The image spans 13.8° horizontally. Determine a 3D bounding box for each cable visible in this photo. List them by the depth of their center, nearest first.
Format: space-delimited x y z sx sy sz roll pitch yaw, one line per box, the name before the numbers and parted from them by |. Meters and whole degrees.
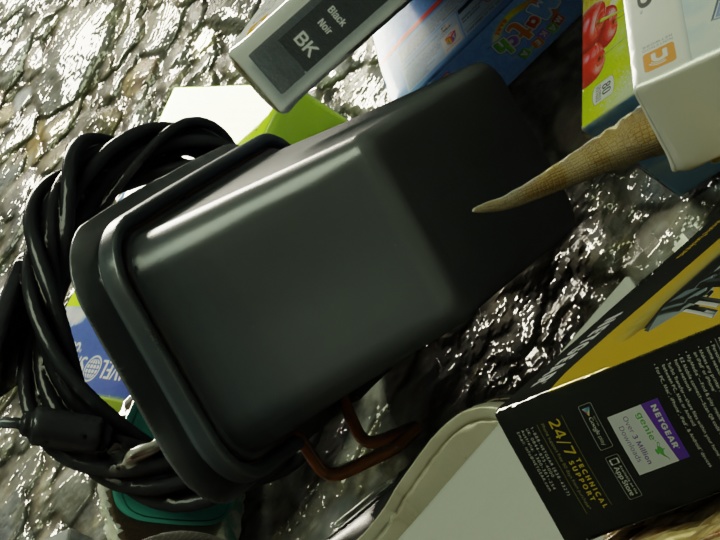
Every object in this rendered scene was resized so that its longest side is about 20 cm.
cable | -0.081 0.012 1.363 0.051 0.163 0.200 95 -170 -56

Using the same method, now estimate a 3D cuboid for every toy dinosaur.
toy dinosaur | 0.145 -0.063 1.137 0.200 0.101 0.058 -31 34 29

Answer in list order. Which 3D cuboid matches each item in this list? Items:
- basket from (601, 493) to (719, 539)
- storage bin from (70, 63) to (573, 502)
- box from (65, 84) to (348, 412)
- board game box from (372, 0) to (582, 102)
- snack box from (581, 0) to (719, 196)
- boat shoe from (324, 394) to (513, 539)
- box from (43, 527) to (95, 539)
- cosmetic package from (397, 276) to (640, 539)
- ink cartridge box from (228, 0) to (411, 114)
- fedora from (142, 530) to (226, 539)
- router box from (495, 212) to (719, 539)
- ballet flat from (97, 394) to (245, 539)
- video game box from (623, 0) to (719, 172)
basket | 0.178 0.107 0.925 0.200 0.143 0.149 -28 7 25
storage bin | 0.000 0.000 1.226 0.134 0.146 0.200 -27 4 27
box | -0.091 0.004 1.479 0.122 0.048 0.200 3 64 57
board game box | 0.061 -0.171 1.428 0.151 0.037 0.200 -44 34 22
snack box | 0.170 -0.155 1.224 0.169 0.068 0.200 -32 40 37
boat shoe | 0.019 0.123 1.220 0.200 0.073 0.063 -48 -12 27
box | -0.201 0.224 1.444 0.200 0.041 0.156 -26 42 43
cosmetic package | 0.079 0.115 1.097 0.200 0.090 0.107 -51 31 16
ink cartridge box | 0.044 -0.174 1.305 0.200 0.043 0.198 -41 9 26
fedora | -0.059 0.207 1.136 0.090 0.200 0.177 27 51 36
router box | 0.156 0.003 0.953 0.157 0.052 0.200 -25 8 38
ballet flat | -0.090 0.135 1.344 0.072 0.072 0.200 -38 35 30
video game box | 0.186 -0.136 1.055 0.200 0.047 0.182 -24 34 16
